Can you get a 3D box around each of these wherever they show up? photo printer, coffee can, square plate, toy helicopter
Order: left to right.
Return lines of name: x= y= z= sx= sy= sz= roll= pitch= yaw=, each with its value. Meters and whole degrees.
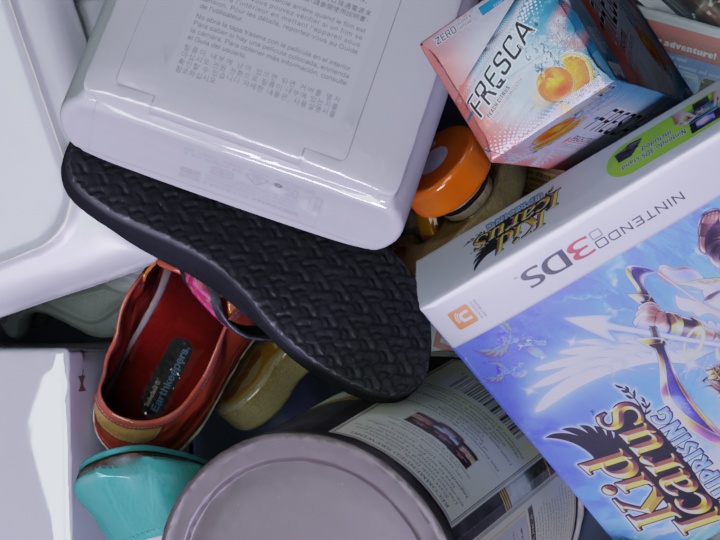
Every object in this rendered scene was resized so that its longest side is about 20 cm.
square plate: x=-0.219 y=-0.065 z=1.193 sx=0.200 sy=0.028 sz=0.199 roll=-20 pitch=88 yaw=14
photo printer: x=-0.032 y=-0.125 z=1.158 sx=0.166 sy=0.069 sz=0.200 roll=18 pitch=63 yaw=-1
toy helicopter: x=0.000 y=0.000 z=1.229 sx=0.200 sy=0.132 sz=0.079 roll=-43 pitch=118 yaw=6
coffee can: x=0.011 y=0.128 z=1.178 sx=0.146 sy=0.200 sz=0.147 roll=4 pitch=100 yaw=21

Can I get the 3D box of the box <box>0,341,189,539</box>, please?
box: x=-0.208 y=0.091 z=1.285 sx=0.199 sy=0.152 sz=0.107 roll=-1 pitch=89 yaw=20

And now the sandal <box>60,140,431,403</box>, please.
sandal: x=-0.052 y=-0.005 z=1.159 sx=0.200 sy=0.045 sz=0.075 roll=33 pitch=57 yaw=6

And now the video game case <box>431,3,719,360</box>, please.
video game case: x=0.123 y=-0.033 z=1.239 sx=0.143 sy=0.017 sz=0.201 roll=18 pitch=98 yaw=18

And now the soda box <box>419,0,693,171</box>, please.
soda box: x=0.095 y=-0.090 z=1.131 sx=0.068 sy=0.200 sz=0.064 roll=-33 pitch=82 yaw=15

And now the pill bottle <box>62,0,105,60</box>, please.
pill bottle: x=-0.161 y=-0.189 z=1.248 sx=0.113 sy=0.113 sz=0.200 roll=-21 pitch=80 yaw=18

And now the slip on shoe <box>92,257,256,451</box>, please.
slip on shoe: x=-0.073 y=0.000 z=1.200 sx=0.074 sy=0.061 sz=0.200 roll=25 pitch=79 yaw=9

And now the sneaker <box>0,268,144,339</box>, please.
sneaker: x=-0.114 y=-0.009 z=1.299 sx=0.200 sy=0.075 sz=0.081 roll=-6 pitch=99 yaw=26

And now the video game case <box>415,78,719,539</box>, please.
video game case: x=0.155 y=0.030 z=1.159 sx=0.181 sy=0.045 sz=0.200 roll=-31 pitch=119 yaw=18

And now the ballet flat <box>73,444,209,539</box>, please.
ballet flat: x=-0.082 y=0.135 z=1.217 sx=0.067 sy=0.200 sz=0.071 roll=-14 pitch=74 yaw=13
